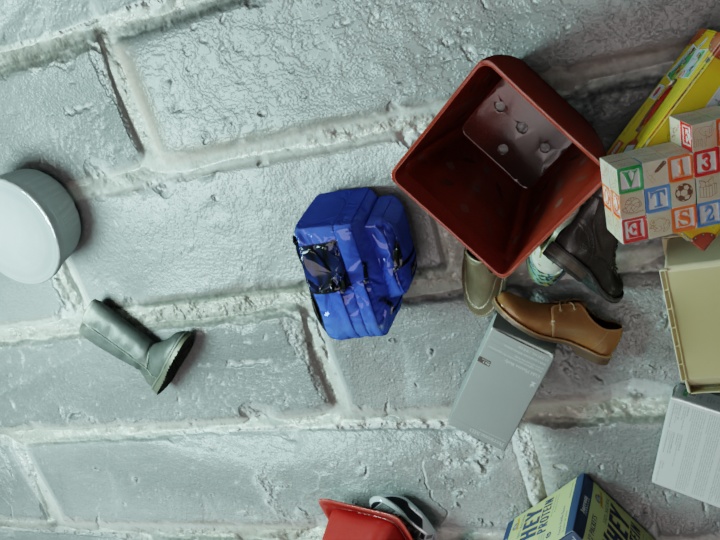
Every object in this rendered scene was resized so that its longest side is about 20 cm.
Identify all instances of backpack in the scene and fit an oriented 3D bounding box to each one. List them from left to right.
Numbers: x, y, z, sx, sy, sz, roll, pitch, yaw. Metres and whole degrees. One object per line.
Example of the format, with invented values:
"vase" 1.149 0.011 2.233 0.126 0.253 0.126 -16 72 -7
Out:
"backpack" 0.000 0.000 1.287 0.164 0.163 0.204 -3 115 21

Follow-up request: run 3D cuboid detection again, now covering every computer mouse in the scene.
"computer mouse" 0.105 0.456 1.558 0.199 0.044 0.110 39 142 -1

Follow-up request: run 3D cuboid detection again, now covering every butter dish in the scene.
"butter dish" 0.005 0.528 1.554 0.196 0.149 0.202 1 130 37

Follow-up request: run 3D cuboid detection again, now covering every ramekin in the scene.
"ramekin" -0.590 -0.087 1.547 0.198 0.094 0.206 11 121 18

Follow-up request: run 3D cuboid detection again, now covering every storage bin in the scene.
"storage bin" 0.507 0.049 1.128 0.196 0.094 0.202 -8 114 27

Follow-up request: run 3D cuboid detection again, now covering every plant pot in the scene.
"plant pot" 0.189 -0.155 1.108 0.199 0.177 0.200 40 125 -2

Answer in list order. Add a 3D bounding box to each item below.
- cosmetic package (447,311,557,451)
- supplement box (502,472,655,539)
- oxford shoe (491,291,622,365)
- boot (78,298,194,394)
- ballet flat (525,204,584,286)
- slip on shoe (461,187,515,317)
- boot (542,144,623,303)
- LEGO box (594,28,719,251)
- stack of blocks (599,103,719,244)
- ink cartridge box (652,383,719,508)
"cosmetic package" 0.216 0.163 1.325 0.105 0.090 0.203 22 120 8
"supplement box" 0.355 0.480 1.405 0.199 0.135 0.200 42 125 -3
"oxford shoe" 0.283 0.064 1.246 0.196 0.072 0.072 20 117 -9
"boot" -0.416 0.118 1.605 0.200 0.072 0.183 43 124 6
"ballet flat" 0.270 -0.053 1.194 0.073 0.074 0.203 20 123 12
"slip on shoe" 0.175 -0.020 1.246 0.075 0.060 0.204 29 126 32
"boot" 0.338 -0.058 1.144 0.069 0.199 0.176 41 101 42
"LEGO box" 0.399 -0.151 1.019 0.148 0.077 0.201 33 105 -12
"stack of blocks" 0.370 -0.112 0.958 0.196 0.059 0.117 -13 110 2
"ink cartridge box" 0.532 0.268 1.247 0.197 0.050 0.164 16 122 25
